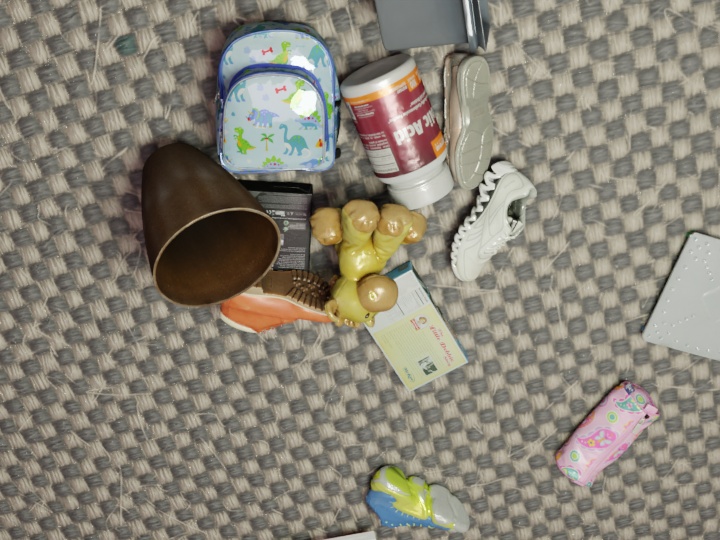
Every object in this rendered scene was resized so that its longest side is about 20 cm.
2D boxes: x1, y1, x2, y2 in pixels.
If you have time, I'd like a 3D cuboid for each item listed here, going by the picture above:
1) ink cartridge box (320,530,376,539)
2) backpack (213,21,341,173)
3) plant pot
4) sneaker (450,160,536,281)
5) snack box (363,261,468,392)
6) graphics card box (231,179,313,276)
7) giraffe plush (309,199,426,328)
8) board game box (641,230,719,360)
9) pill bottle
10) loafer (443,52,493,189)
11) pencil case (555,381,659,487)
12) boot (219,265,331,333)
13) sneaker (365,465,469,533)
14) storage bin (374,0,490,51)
[{"bbox_3d":[-0.052,0.561,1.669,0.198,0.044,0.175,-11,114,4],"label":"ink cartridge box"},{"bbox_3d":[-0.115,-0.238,1.236,0.181,0.147,0.202,0,113,-3],"label":"backpack"},{"bbox_3d":[-0.238,-0.084,1.268,0.186,0.201,0.188,-21,144,-16],"label":"plant pot"},{"bbox_3d":[0.201,-0.063,1.350,0.075,0.081,0.201,-8,128,-46],"label":"sneaker"},{"bbox_3d":[0.081,0.095,1.456,0.116,0.037,0.201,-28,113,12],"label":"snack box"},{"bbox_3d":[-0.139,-0.038,1.382,0.124,0.051,0.202,2,116,-2],"label":"graphics card box"},{"bbox_3d":[0.000,0.000,1.302,0.171,0.200,0.164,6,77,-28],"label":"giraffe plush"},{"bbox_3d":[0.587,0.047,1.451,0.198,0.026,0.201,15,114,-7],"label":"board game box"},{"bbox_3d":[0.058,-0.197,1.276,0.113,0.114,0.201,-21,114,8],"label":"pill bottle"},{"bbox_3d":[0.153,-0.222,1.305,0.071,0.063,0.202,-19,123,-29],"label":"loafer"},{"bbox_3d":[0.426,0.283,1.526,0.087,0.088,0.200,32,111,-15],"label":"pencil case"},{"bbox_3d":[-0.122,0.056,1.368,0.198,0.075,0.108,14,126,-6],"label":"boot"},{"bbox_3d":[0.097,0.430,1.603,0.199,0.076,0.105,33,123,-8],"label":"sneaker"},{"bbox_3d":[0.094,-0.365,1.162,0.133,0.200,0.147,-7,116,12],"label":"storage bin"}]
